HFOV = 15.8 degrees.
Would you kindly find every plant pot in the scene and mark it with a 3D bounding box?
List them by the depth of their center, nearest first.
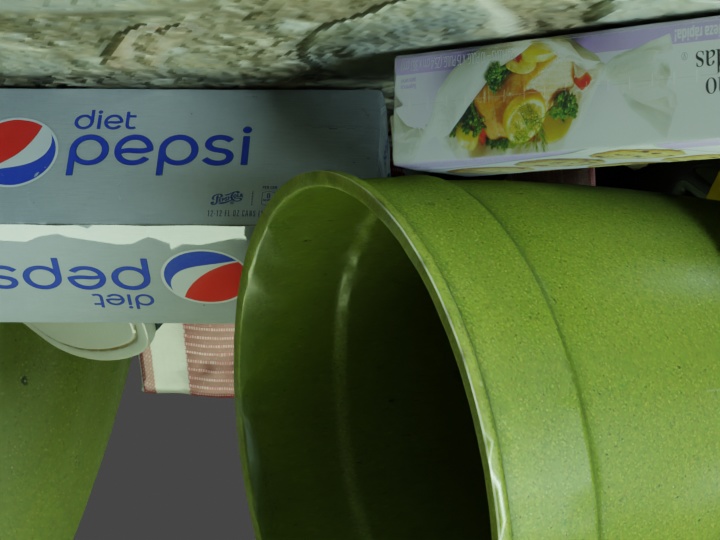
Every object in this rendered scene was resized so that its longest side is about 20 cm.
[{"bbox_3d":[0.083,0.054,0.892,0.193,0.201,0.200,-9,-179,-25],"label":"plant pot"},{"bbox_3d":[-0.191,0.049,1.291,0.187,0.200,0.187,0,177,0],"label":"plant pot"}]

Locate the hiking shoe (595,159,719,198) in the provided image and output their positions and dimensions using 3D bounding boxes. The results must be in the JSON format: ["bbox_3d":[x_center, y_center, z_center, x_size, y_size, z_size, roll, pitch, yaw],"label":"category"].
[{"bbox_3d":[0.147,-0.002,1.177,0.200,0.101,0.076,-1,178,41],"label":"hiking shoe"}]

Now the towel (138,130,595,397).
[{"bbox_3d":[0.000,0.000,1.100,0.200,0.144,0.023,2,-141,6],"label":"towel"}]

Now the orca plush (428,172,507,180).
[{"bbox_3d":[0.053,-0.017,1.018,0.200,0.071,0.105,12,-175,20],"label":"orca plush"}]

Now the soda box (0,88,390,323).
[{"bbox_3d":[-0.089,-0.024,0.967,0.200,0.068,0.063,0,143,4],"label":"soda box"}]

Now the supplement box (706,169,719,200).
[{"bbox_3d":[0.243,0.016,1.061,0.200,0.109,0.110,2,137,-18],"label":"supplement box"}]

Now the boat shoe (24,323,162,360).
[{"bbox_3d":[-0.137,-0.015,1.077,0.062,0.075,0.200,-37,-149,-28],"label":"boat shoe"}]

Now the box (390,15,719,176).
[{"bbox_3d":[0.092,-0.055,0.804,0.200,0.039,0.041,-2,176,45],"label":"box"}]
